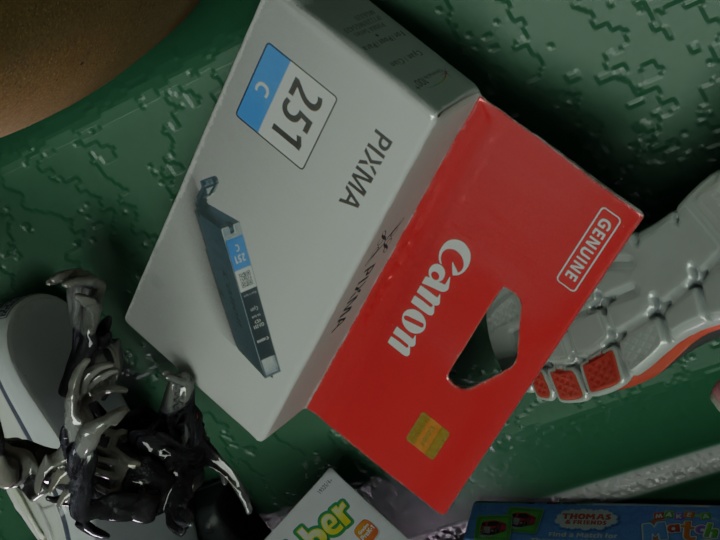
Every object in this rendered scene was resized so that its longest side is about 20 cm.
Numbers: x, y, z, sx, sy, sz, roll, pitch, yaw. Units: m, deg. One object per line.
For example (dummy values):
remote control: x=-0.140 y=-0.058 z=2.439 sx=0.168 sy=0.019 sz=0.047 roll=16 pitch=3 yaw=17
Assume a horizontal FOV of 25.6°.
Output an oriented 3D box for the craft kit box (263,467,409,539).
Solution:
craft kit box: x=-0.009 y=0.235 z=0.768 sx=0.197 sy=0.200 sz=0.049 roll=39 pitch=158 yaw=10

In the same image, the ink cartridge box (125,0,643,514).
ink cartridge box: x=0.000 y=0.000 z=0.693 sx=0.176 sy=0.045 sz=0.200 roll=39 pitch=127 yaw=14

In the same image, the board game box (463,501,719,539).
board game box: x=0.163 y=0.186 z=0.810 sx=0.199 sy=0.037 sz=0.152 roll=-1 pitch=123 yaw=18

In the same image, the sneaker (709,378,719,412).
sneaker: x=0.249 y=0.066 z=0.681 sx=0.200 sy=0.075 sz=0.105 roll=33 pitch=101 yaw=-28

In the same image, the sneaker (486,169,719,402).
sneaker: x=0.138 y=0.009 z=0.675 sx=0.200 sy=0.082 sz=0.078 roll=-21 pitch=76 yaw=49

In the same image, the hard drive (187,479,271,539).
hard drive: x=-0.117 y=0.204 z=0.903 sx=0.199 sy=0.033 sz=0.140 roll=-23 pitch=114 yaw=28

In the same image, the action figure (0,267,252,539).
action figure: x=-0.135 y=0.062 z=0.712 sx=0.199 sy=0.119 sz=0.103 roll=10 pitch=110 yaw=-28

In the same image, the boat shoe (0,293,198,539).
boat shoe: x=-0.147 y=0.111 z=0.811 sx=0.066 sy=0.072 sz=0.201 roll=-19 pitch=103 yaw=41

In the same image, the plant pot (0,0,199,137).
plant pot: x=-0.153 y=-0.120 z=0.579 sx=0.185 sy=0.200 sz=0.187 roll=3 pitch=121 yaw=5
